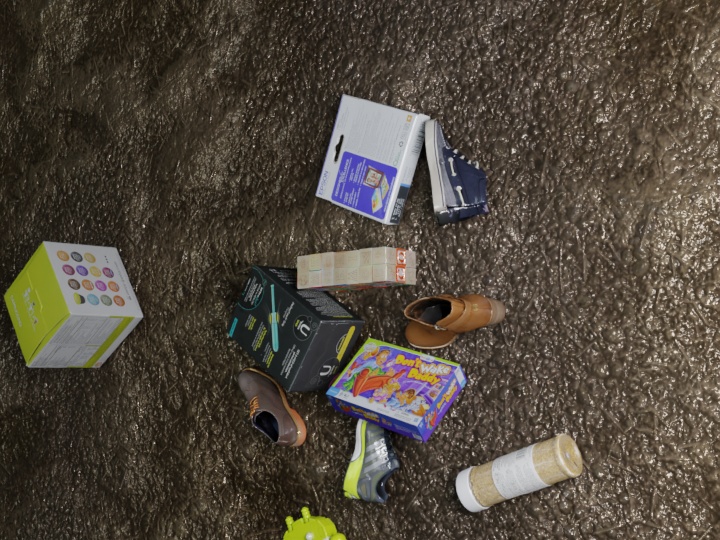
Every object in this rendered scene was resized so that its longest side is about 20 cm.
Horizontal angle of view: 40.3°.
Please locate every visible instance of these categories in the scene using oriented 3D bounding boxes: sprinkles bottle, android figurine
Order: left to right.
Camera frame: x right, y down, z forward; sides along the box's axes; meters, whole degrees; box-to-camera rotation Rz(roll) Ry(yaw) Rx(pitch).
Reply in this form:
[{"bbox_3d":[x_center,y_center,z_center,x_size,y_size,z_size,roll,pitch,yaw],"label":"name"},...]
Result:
[{"bbox_3d":[-0.082,0.535,1.786,0.182,0.041,0.201,-34,67,33],"label":"android figurine"},{"bbox_3d":[0.242,0.313,1.511,0.199,0.068,0.069,-30,68,35],"label":"sprinkles bottle"}]

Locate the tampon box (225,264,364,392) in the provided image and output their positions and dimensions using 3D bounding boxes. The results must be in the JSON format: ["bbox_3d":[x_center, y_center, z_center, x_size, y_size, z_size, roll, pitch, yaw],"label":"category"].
[{"bbox_3d":[-0.121,0.105,1.796,0.200,0.126,0.151,38,110,35],"label":"tampon box"}]

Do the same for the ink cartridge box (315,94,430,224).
[{"bbox_3d":[0.018,-0.201,1.756,0.199,0.043,0.200,24,102,43],"label":"ink cartridge box"}]

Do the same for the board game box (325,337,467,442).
[{"bbox_3d":[0.059,0.196,1.640,0.199,0.045,0.135,13,52,40],"label":"board game box"}]

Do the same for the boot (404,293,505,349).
[{"bbox_3d":[0.117,0.083,1.578,0.199,0.155,0.077,-12,79,39],"label":"boot"}]

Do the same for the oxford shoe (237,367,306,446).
[{"bbox_3d":[-0.183,0.256,1.870,0.200,0.073,0.072,43,113,34],"label":"oxford shoe"}]

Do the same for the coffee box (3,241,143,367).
[{"bbox_3d":[-0.644,0.080,2.192,0.200,0.197,0.200,-44,60,28],"label":"coffee box"}]

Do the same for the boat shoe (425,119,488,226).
[{"bbox_3d":[0.161,-0.168,1.630,0.092,0.075,0.201,-9,64,7],"label":"boat shoe"}]

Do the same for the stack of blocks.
[{"bbox_3d":[0.000,0.000,1.711,0.199,0.115,0.059,-5,83,39],"label":"stack of blocks"}]

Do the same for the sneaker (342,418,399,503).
[{"bbox_3d":[0.034,0.309,1.697,0.080,0.074,0.202,17,100,25],"label":"sneaker"}]
